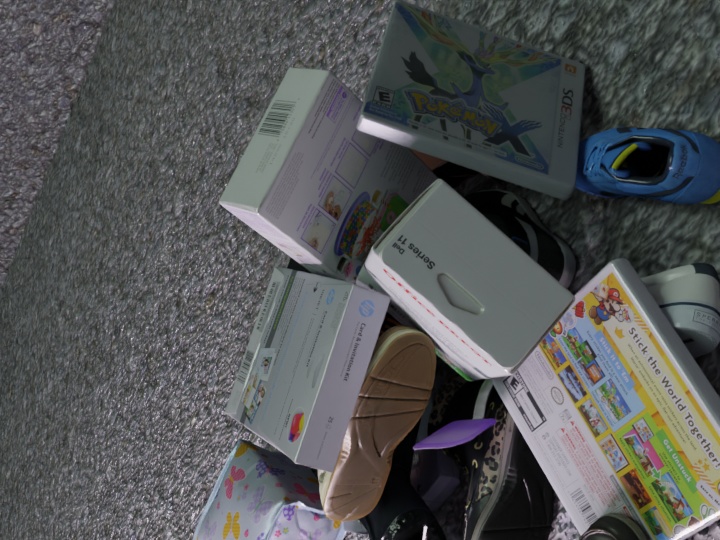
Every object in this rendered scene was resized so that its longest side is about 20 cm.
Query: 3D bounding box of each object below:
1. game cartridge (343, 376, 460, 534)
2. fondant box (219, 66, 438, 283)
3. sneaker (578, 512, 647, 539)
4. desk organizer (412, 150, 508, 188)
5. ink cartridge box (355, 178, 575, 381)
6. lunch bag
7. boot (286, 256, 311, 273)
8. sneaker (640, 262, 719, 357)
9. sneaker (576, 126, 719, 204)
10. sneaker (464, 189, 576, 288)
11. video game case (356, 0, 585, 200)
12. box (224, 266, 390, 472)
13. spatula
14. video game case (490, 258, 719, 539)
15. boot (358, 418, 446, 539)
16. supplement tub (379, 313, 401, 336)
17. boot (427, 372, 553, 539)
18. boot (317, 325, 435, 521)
[{"bbox_3d":[0.040,0.215,1.173,0.200,0.040,0.133,-42,41,47],"label":"game cartridge"},{"bbox_3d":[-0.020,-0.072,0.987,0.058,0.200,0.144,15,73,44],"label":"fondant box"},{"bbox_3d":[0.162,0.289,0.823,0.075,0.106,0.200,23,106,47],"label":"sneaker"},{"bbox_3d":[0.115,-0.123,1.118,0.200,0.072,0.077,-29,36,54],"label":"desk organizer"},{"bbox_3d":[0.079,0.016,0.891,0.083,0.147,0.200,-48,-1,-8],"label":"ink cartridge box"},{"bbox_3d":[-0.121,0.340,1.321,0.200,0.127,0.170,-63,32,5],"label":"lunch bag"},{"bbox_3d":[-0.001,0.000,1.096,0.165,0.066,0.200,4,63,29],"label":"boot"},{"bbox_3d":[0.223,0.045,0.892,0.200,0.073,0.071,-20,43,52],"label":"sneaker"},{"bbox_3d":[0.228,-0.097,0.918,0.200,0.078,0.066,18,96,63],"label":"sneaker"},{"bbox_3d":[0.119,-0.044,1.055,0.200,0.112,0.073,44,116,58],"label":"sneaker"},{"bbox_3d":[0.109,-0.162,0.984,0.022,0.200,0.182,112,174,-49],"label":"video game case"},{"bbox_3d":[-0.054,0.081,0.962,0.200,0.041,0.156,9,80,67],"label":"box"},{"bbox_3d":[0.118,0.105,0.962,0.057,0.021,0.200,-11,24,43],"label":"spatula"},{"bbox_3d":[0.204,0.121,0.844,0.200,0.023,0.182,61,139,21],"label":"video game case"},{"bbox_3d":[0.038,0.194,1.019,0.168,0.076,0.200,-129,41,-69],"label":"boot"},{"bbox_3d":[0.001,0.075,1.169,0.123,0.123,0.200,-16,51,58],"label":"supplement tub"},{"bbox_3d":[0.115,0.197,1.011,0.154,0.073,0.204,13,88,65],"label":"boot"},{"bbox_3d":[-0.007,0.107,0.979,0.200,0.072,0.155,-69,27,25],"label":"boot"}]
